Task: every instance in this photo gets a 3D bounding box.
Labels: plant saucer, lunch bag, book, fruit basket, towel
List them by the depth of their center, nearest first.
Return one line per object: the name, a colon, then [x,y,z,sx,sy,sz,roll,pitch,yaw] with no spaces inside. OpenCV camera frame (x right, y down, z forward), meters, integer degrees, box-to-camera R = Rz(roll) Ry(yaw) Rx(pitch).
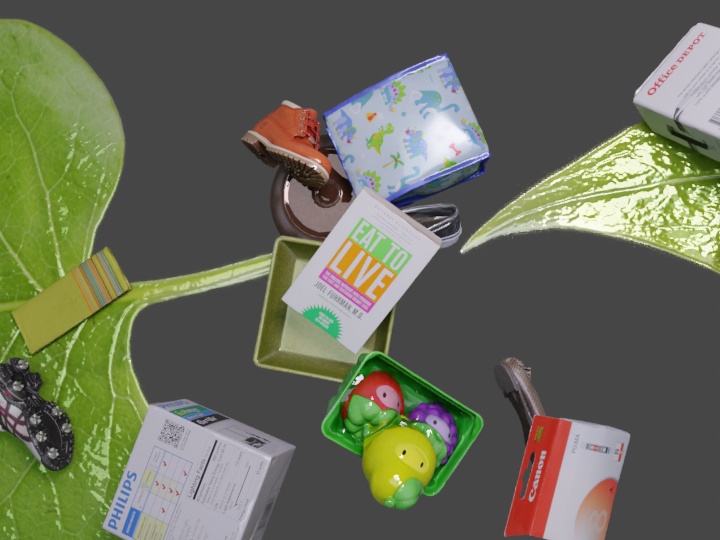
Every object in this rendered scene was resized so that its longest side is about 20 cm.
fruit basket: [0.056,0.219,1.099,0.216,0.216,0.156,34,91,12]
book: [0.000,0.000,1.151,0.134,0.048,0.200,36,108,-3]
lunch bag: [0.065,-0.189,1.199,0.200,0.127,0.170,-23,81,-2]
plant saucer: [-0.044,0.062,1.235,0.200,0.048,0.200,9,86,11]
plant saucer: [-0.047,-0.115,1.260,0.200,0.037,0.201,-1,85,11]
towel: [-0.468,0.049,1.335,0.200,0.018,0.086,-33,74,7]

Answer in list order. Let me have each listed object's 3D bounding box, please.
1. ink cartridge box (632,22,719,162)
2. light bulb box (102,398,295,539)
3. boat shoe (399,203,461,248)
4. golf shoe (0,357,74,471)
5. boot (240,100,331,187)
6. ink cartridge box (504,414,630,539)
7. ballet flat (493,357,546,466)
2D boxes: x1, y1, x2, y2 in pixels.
ink cartridge box: [0.491,-0.228,1.095,0.144,0.084,0.200,-49,42,3]
light bulb box: [-0.232,0.316,1.207,0.200,0.125,0.198,21,89,13]
boat shoe: [0.047,-0.061,1.185,0.200,0.071,0.072,-15,51,-7]
golf shoe: [-0.526,0.237,1.308,0.088,0.077,0.200,-40,76,25]
boot: [-0.091,-0.195,1.224,0.107,0.075,0.200,-46,44,-8]
ink cartridge box: [0.276,0.277,1.081,0.050,0.200,0.162,13,86,41]
ballet flat: [0.250,0.215,1.163,0.046,0.067,0.200,-18,76,-24]
